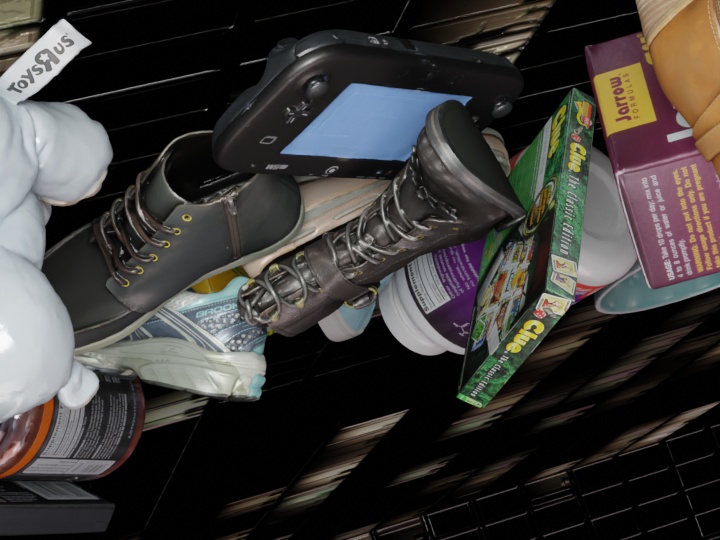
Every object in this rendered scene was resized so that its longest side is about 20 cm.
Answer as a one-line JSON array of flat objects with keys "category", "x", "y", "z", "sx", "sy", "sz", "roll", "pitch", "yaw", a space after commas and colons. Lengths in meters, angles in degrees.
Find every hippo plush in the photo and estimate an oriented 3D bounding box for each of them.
[{"category": "hippo plush", "x": -0.173, "y": -0.002, "z": 0.833, "sx": 0.200, "sy": 0.161, "sz": 0.159, "roll": -31, "pitch": 161, "yaw": 38}]

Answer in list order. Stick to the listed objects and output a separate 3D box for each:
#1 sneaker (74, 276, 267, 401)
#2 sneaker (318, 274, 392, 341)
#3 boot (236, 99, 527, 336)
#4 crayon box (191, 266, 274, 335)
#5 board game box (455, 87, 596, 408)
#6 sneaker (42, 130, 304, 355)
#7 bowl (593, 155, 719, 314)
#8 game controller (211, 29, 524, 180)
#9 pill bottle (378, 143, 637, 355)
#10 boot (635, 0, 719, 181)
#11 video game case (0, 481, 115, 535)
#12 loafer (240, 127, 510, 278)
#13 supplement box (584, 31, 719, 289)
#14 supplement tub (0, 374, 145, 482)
[{"category": "sneaker", "x": -0.146, "y": 0.027, "z": 1.100, "sx": 0.200, "sy": 0.086, "sz": 0.078, "roll": 11, "pitch": 173, "yaw": 18}, {"category": "sneaker", "x": 0.000, "y": 0.000, "z": 1.237, "sx": 0.082, "sy": 0.074, "sz": 0.200, "roll": -17, "pitch": 167, "yaw": 6}, {"category": "boot", "x": 0.007, "y": -0.015, "z": 0.996, "sx": 0.174, "sy": 0.069, "sz": 0.200, "roll": -29, "pitch": 167, "yaw": 6}, {"category": "crayon box", "x": -0.130, "y": 0.024, "z": 1.203, "sx": 0.126, "sy": 0.052, "sz": 0.200, "roll": -25, "pitch": 164, "yaw": 19}, {"category": "board game box", "x": 0.103, "y": -0.017, "z": 1.052, "sx": 0.023, "sy": 0.200, "sz": 0.105, "roll": 25, "pitch": 131, "yaw": -9}, {"category": "sneaker", "x": -0.135, "y": -0.022, "z": 1.012, "sx": 0.200, "sy": 0.075, "sz": 0.106, "roll": -29, "pitch": 161, "yaw": 0}, {"category": "bowl", "x": 0.254, "y": -0.053, "z": 1.303, "sx": 0.201, "sy": 0.105, "sz": 0.201, "roll": -18, "pitch": 166, "yaw": -5}, {"category": "game controller", "x": 0.007, "y": -0.088, "z": 0.962, "sx": 0.200, "sy": 0.042, "sz": 0.104, "roll": 0, "pitch": 137, "yaw": -50}, {"category": "pill bottle", "x": 0.102, "y": -0.009, "z": 1.256, "sx": 0.112, "sy": 0.112, "sz": 0.200, "roll": -6, "pitch": 161, "yaw": -41}, {"category": "boot", "x": 0.234, "y": -0.135, "z": 0.881, "sx": 0.074, "sy": 0.155, "sz": 0.200, "roll": -7, "pitch": 161, "yaw": -38}, {"category": "video game case", "x": -0.299, "y": 0.142, "z": 1.233, "sx": 0.181, "sy": 0.026, "sz": 0.200, "roll": 24, "pitch": -177, "yaw": 23}, {"category": "loafer", "x": 0.009, "y": -0.038, "z": 1.107, "sx": 0.200, "sy": 0.063, "sz": 0.072, "roll": -14, "pitch": 146, "yaw": -16}, {"category": "supplement box", "x": 0.247, "y": -0.088, "z": 1.027, "sx": 0.200, "sy": 0.131, "sz": 0.103, "roll": -16, "pitch": 132, "yaw": 10}, {"category": "supplement tub", "x": -0.242, "y": 0.095, "z": 1.210, "sx": 0.107, "sy": 0.107, "sz": 0.200, "roll": -24, "pitch": 164, "yaw": 19}]
